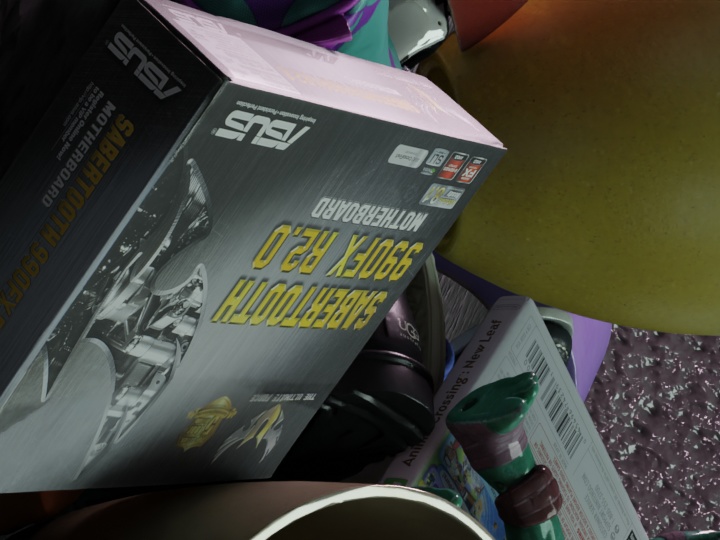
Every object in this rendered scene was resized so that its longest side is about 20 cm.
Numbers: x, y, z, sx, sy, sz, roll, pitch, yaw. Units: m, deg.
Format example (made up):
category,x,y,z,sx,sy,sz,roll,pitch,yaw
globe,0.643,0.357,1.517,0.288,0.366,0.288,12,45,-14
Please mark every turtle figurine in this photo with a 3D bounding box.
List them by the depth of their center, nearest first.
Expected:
category,x,y,z,sx,sy,sz,roll,pitch,yaw
turtle figurine,0.091,0.148,0.907,0.100,0.200,0.150,-26,-158,34

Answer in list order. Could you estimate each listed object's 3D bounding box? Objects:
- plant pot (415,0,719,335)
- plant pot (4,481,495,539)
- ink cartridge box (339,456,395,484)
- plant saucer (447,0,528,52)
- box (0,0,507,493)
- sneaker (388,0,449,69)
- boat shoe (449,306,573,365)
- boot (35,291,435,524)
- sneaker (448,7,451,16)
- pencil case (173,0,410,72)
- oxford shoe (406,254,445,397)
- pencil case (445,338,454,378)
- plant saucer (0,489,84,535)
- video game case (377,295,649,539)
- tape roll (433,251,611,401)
category,x,y,z,sx,sy,sz,roll,pitch,yaw
plant pot,0.104,-0.062,1.100,0.200,0.141,0.201,175,-90,-77
plant pot,-0.066,0.158,0.822,0.187,0.199,0.189,-5,98,-40
ink cartridge box,-0.015,0.150,1.044,0.084,0.199,0.146,-24,106,-52
plant saucer,0.062,-0.222,0.982,0.200,0.036,0.201,63,33,-73
box,-0.051,-0.002,0.738,0.159,0.048,0.200,-54,156,14
sneaker,0.016,-0.146,1.031,0.074,0.080,0.201,-6,117,-79
boat shoe,0.055,0.095,1.174,0.200,0.075,0.061,-56,-144,43
boot,-0.056,0.022,0.976,0.076,0.199,0.169,40,35,-42
sneaker,0.054,-0.179,1.156,0.200,0.087,0.076,-56,167,-54
pencil case,-0.025,-0.095,0.857,0.200,0.085,0.093,75,-3,-76
oxford shoe,0.000,0.000,1.038,0.075,0.201,0.058,-29,139,9
pencil case,-0.012,0.113,1.138,0.087,0.078,0.201,-107,-151,-58
plant saucer,-0.102,0.015,0.851,0.200,0.037,0.201,24,90,-82
video game case,0.067,0.145,0.973,0.182,0.022,0.201,-54,129,-39
tape roll,0.037,0.030,1.246,0.085,0.199,0.201,-57,168,-52
